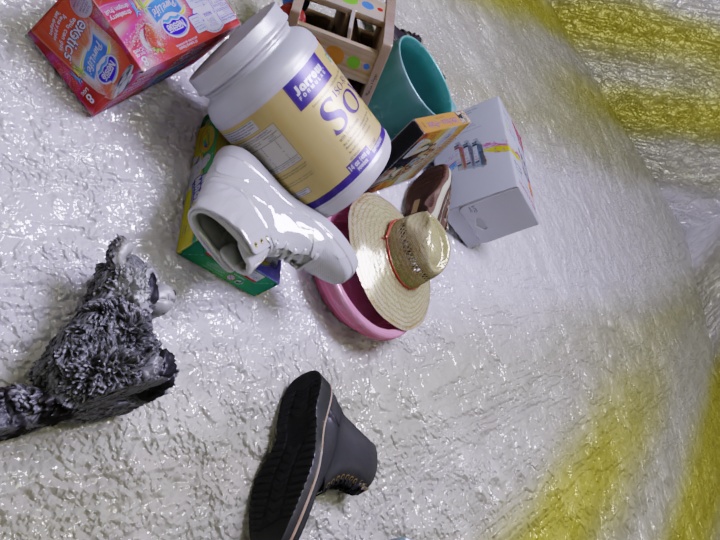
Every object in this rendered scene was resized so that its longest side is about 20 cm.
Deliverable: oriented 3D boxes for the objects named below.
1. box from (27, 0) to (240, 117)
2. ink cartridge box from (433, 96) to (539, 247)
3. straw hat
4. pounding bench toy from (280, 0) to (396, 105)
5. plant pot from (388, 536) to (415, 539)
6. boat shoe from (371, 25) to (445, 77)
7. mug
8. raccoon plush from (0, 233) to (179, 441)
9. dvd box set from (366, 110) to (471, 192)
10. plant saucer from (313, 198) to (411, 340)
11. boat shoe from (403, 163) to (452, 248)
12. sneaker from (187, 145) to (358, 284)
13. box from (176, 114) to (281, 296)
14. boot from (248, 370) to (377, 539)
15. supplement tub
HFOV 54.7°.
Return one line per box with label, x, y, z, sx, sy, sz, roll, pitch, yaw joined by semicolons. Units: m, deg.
box;-0.227;-0.254;0.729;0.100;0.095;0.201;54;34;-16
ink cartridge box;0.223;-0.174;1.262;0.145;0.143;0.203;40;40;-52
straw hat;0.074;-0.028;0.932;0.200;0.084;0.204;33;45;-40
pounding bench toy;-0.057;-0.293;0.987;0.154;0.201;0.125;16;47;-11
plant pot;0.027;0.370;0.574;0.196;0.195;0.202;37;35;-36
boat shoe;0.091;-0.422;1.322;0.200;0.064;0.074;43;36;-36
mug;0.075;-0.281;1.165;0.185;0.113;0.153;49;35;-24
raccoon plush;-0.229;0.044;0.545;0.199;0.096;0.135;-1;62;-55
dvd box set;0.082;-0.184;1.081;0.030;0.146;0.199;52;31;6
plant saucer;0.000;0.000;0.933;0.200;0.050;0.203;33;45;-41
boat shoe;0.114;-0.093;1.148;0.075;0.074;0.203;58;40;-30
sneaker;-0.092;-0.023;0.724;0.199;0.073;0.116;40;43;-22
box;-0.138;-0.085;0.794;0.117;0.048;0.202;33;43;-41
boot;-0.033;0.222;0.724;0.139;0.077;0.201;52;36;-29
supplement tub;-0.075;-0.170;0.764;0.200;0.144;0.146;48;36;-26
